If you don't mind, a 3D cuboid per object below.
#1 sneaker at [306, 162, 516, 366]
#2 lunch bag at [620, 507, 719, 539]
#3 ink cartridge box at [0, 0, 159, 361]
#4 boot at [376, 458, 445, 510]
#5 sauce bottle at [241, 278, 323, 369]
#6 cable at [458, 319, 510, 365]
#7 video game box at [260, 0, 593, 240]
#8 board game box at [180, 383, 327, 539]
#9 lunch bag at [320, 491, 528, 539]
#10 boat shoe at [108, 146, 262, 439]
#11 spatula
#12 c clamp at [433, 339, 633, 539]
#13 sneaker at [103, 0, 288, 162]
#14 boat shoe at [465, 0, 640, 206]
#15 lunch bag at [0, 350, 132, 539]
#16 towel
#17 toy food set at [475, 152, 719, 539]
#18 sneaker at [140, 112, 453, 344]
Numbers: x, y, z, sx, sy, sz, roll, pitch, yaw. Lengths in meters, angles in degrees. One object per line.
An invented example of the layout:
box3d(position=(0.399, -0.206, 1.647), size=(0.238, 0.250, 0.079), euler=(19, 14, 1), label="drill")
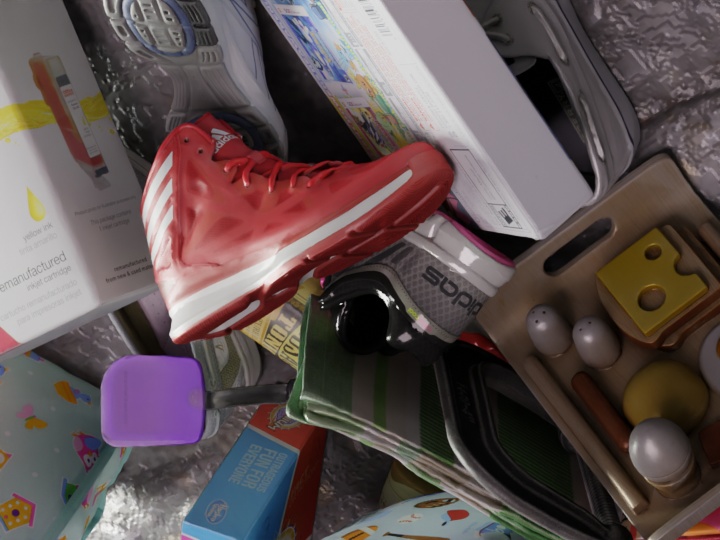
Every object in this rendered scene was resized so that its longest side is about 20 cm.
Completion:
box3d(position=(0.000, 0.000, 1.486), size=(0.074, 0.088, 0.200), euler=(38, 171, -38), label="sneaker")
box3d(position=(0.247, 0.153, 1.491), size=(0.199, 0.082, 0.176), euler=(-5, 146, 22), label="lunch bag")
box3d(position=(-0.218, -0.055, 1.550), size=(0.145, 0.083, 0.201), euler=(-25, 88, 34), label="ink cartridge box")
box3d(position=(0.084, 0.216, 1.640), size=(0.200, 0.073, 0.156), euler=(29, 124, 8), label="boot")
box3d(position=(-0.009, 0.041, 1.572), size=(0.200, 0.066, 0.066), euler=(33, 128, 3), label="sauce bottle")
box3d(position=(0.104, 0.053, 1.514), size=(0.200, 0.050, 0.097), euler=(37, 137, 29), label="cable")
box3d(position=(0.023, -0.110, 1.415), size=(0.200, 0.047, 0.182), euler=(55, 164, -16), label="video game box")
box3d(position=(-0.074, 0.195, 1.648), size=(0.040, 0.153, 0.201), euler=(17, 126, 12), label="board game box")
box3d(position=(0.020, 0.198, 1.519), size=(0.199, 0.170, 0.124), euler=(-7, 94, 23), label="lunch bag")
box3d(position=(-0.132, 0.009, 1.608), size=(0.074, 0.065, 0.202), euler=(-17, 112, 30), label="boat shoe")
box3d(position=(-0.059, 0.076, 1.597), size=(0.199, 0.021, 0.057), euler=(-2, 97, -12), label="spatula")
box3d(position=(0.111, 0.112, 1.436), size=(0.170, 0.200, 0.027), euler=(26, 112, -21), label="c clamp")
box3d(position=(-0.080, -0.126, 1.498), size=(0.074, 0.087, 0.200), euler=(2, 140, 19), label="sneaker")
box3d(position=(0.083, -0.124, 1.431), size=(0.073, 0.065, 0.200), euler=(-33, 105, 35), label="boat shoe")
box3d(position=(-0.256, 0.137, 1.659), size=(0.170, 0.200, 0.122), euler=(29, 127, 2), label="lunch bag")
box3d(position=(0.053, 0.091, 1.481), size=(0.199, 0.153, 0.023), euler=(27, 111, -8), label="towel")
box3d(position=(0.163, 0.041, 1.410), size=(0.143, 0.200, 0.060), euler=(-37, 143, 1), label="toy food set")
box3d(position=(-0.049, -0.048, 1.423), size=(0.200, 0.078, 0.116), euler=(-30, 78, 28), label="sneaker")
